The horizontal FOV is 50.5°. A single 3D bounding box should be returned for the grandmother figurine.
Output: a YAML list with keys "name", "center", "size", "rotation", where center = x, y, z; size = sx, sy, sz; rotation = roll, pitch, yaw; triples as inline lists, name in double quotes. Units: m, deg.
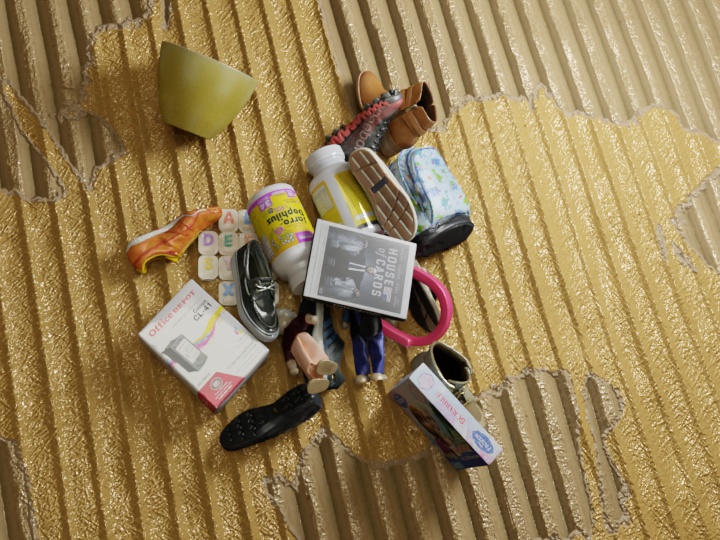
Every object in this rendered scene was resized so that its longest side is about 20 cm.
- name: "grandmother figurine"
  center: [-0.112, 0.132, 1.404]
  size: [0.060, 0.200, 0.122]
  rotation: [24, 104, -42]

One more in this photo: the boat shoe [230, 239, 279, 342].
- name: "boat shoe"
  center: [-0.193, 0.033, 1.419]
  size: [0.071, 0.071, 0.202]
  rotation: [-2, 58, -40]

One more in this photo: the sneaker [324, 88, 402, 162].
- name: "sneaker"
  center: [0.021, -0.284, 1.551]
  size: [0.098, 0.200, 0.071]
  rotation: [52, 30, -5]

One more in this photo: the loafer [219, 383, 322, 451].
- name: "loafer"
  center: [-0.161, 0.278, 1.395]
  size: [0.199, 0.071, 0.068]
  rotation: [-28, 47, -1]

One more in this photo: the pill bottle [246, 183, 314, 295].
- name: "pill bottle"
  center: [-0.137, -0.058, 1.459]
  size: [0.103, 0.105, 0.202]
  rotation: [-22, 71, -15]

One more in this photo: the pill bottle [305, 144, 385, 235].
- name: "pill bottle"
  center: [-0.035, -0.143, 1.519]
  size: [0.111, 0.112, 0.202]
  rotation: [-21, 78, -15]

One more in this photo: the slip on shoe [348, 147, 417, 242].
- name: "slip on shoe"
  center: [0.047, -0.146, 1.471]
  size: [0.076, 0.061, 0.201]
  rotation: [-36, 89, 14]

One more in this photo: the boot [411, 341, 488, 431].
- name: "boot"
  center: [0.181, 0.225, 1.422]
  size: [0.072, 0.155, 0.201]
  rotation: [-36, 82, -17]

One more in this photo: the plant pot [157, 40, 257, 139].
- name: "plant pot"
  center: [-0.319, -0.343, 1.507]
  size: [0.198, 0.200, 0.144]
  rotation: [21, 96, -3]

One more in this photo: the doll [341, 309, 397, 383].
- name: "doll"
  center: [0.014, 0.108, 1.452]
  size: [0.048, 0.135, 0.203]
  rotation: [2, 78, -50]

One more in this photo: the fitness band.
- name: "fitness band"
  center: [0.084, 0.062, 1.468]
  size: [0.199, 0.037, 0.145]
  rotation: [30, 99, 24]

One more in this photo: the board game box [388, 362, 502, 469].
- name: "board game box"
  center: [0.146, 0.270, 1.380]
  size: [0.041, 0.200, 0.200]
  rotation: [-41, 83, -18]

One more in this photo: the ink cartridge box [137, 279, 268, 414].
- name: "ink cartridge box"
  center: [-0.288, 0.141, 1.406]
  size: [0.200, 0.086, 0.148]
  rotation: [41, 71, 3]

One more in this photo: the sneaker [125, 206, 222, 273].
- name: "sneaker"
  center: [-0.350, -0.060, 1.470]
  size: [0.198, 0.073, 0.078]
  rotation: [-31, 87, -7]

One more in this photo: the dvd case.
- name: "dvd case"
  center: [0.000, 0.000, 1.408]
  size: [0.197, 0.025, 0.152]
  rotation: [13, 72, -11]

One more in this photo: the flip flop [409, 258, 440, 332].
- name: "flip flop"
  center: [0.121, 0.026, 1.521]
  size: [0.057, 0.081, 0.202]
  rotation: [-13, 70, -28]

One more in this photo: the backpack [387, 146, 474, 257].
- name: "backpack"
  center: [0.130, -0.149, 1.538]
  size: [0.162, 0.154, 0.201]
  rotation: [-15, 58, -40]

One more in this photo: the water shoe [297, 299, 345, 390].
- name: "water shoe"
  center: [-0.073, 0.131, 1.465]
  size: [0.078, 0.071, 0.203]
  rotation: [14, 64, -37]

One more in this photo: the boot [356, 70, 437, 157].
- name: "boot"
  center: [0.074, -0.350, 1.570]
  size: [0.076, 0.155, 0.203]
  rotation: [-6, 74, -39]

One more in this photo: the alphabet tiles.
- name: "alphabet tiles"
  center: [-0.220, -0.028, 1.504]
  size: [0.197, 0.015, 0.199]
  rotation: [1, 73, -9]
